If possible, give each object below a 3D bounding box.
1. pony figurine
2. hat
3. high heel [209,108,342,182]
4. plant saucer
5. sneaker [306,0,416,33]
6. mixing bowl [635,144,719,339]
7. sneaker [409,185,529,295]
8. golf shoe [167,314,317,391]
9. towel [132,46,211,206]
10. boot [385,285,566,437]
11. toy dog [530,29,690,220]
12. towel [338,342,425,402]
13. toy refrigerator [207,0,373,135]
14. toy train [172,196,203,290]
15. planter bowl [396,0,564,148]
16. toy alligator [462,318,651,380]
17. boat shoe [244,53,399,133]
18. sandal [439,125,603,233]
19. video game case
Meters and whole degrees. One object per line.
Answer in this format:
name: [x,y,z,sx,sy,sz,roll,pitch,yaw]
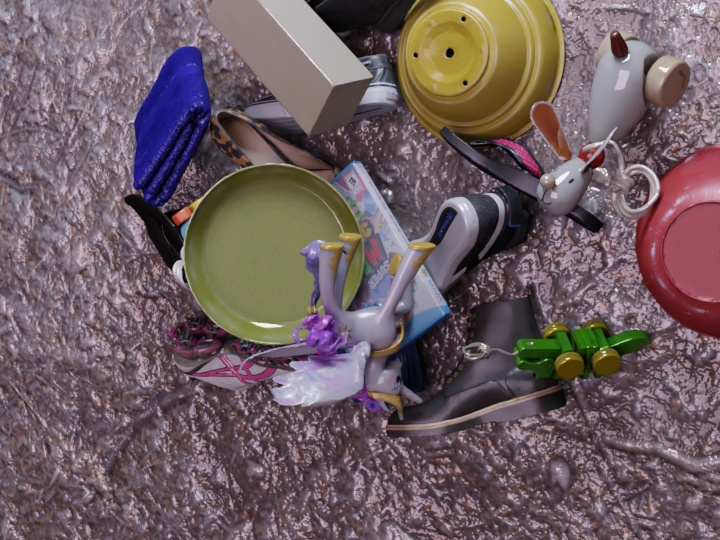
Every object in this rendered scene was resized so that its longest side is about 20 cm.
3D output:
pony figurine: [-0.017,0.066,1.150,0.167,0.193,0.200,-143,56,-65]
hat: [-0.202,-0.040,1.377,0.081,0.201,0.201,-41,72,-15]
high heel: [-0.083,-0.119,1.273,0.200,0.143,0.071,28,82,26]
plant saucer: [-0.095,-0.018,1.226,0.200,0.031,0.200,0,96,1]
sneaker: [0.009,-0.315,1.199,0.200,0.104,0.060,132,151,-60]
mixing bowl: [0.350,-0.023,1.069,0.200,0.108,0.200,4,97,29]
sneaker: [0.121,-0.023,1.218,0.073,0.112,0.200,68,154,16]
golf shoe: [-0.141,0.111,1.389,0.200,0.073,0.092,6,132,23]
towel: [-0.234,-0.181,1.340,0.148,0.050,0.200,-59,26,22]
boot: [0.115,0.106,1.232,0.200,0.077,0.138,-15,84,9]
toy dog: [0.235,-0.155,1.086,0.132,0.096,0.200,9,77,41]
towel: [0.004,0.055,1.292,0.112,0.049,0.200,-17,89,45]
toy refrigerator: [-0.078,-0.249,1.227,0.200,0.070,0.076,49,134,20]
toy train: [-0.128,-0.017,1.302,0.056,0.200,0.150,-31,56,34]
planter bowl: [0.110,-0.231,1.189,0.200,0.083,0.201,4,99,29]
toy alligator: [0.204,0.094,1.164,0.200,0.059,0.054,-5,128,-5]
boat shoe: [-0.046,-0.207,1.296,0.200,0.072,0.071,-6,79,24]
sandal: [0.176,-0.106,1.180,0.200,0.075,0.045,31,96,13]
video game case: [0.000,0.000,1.240,0.143,0.018,0.200,-40,74,34]
